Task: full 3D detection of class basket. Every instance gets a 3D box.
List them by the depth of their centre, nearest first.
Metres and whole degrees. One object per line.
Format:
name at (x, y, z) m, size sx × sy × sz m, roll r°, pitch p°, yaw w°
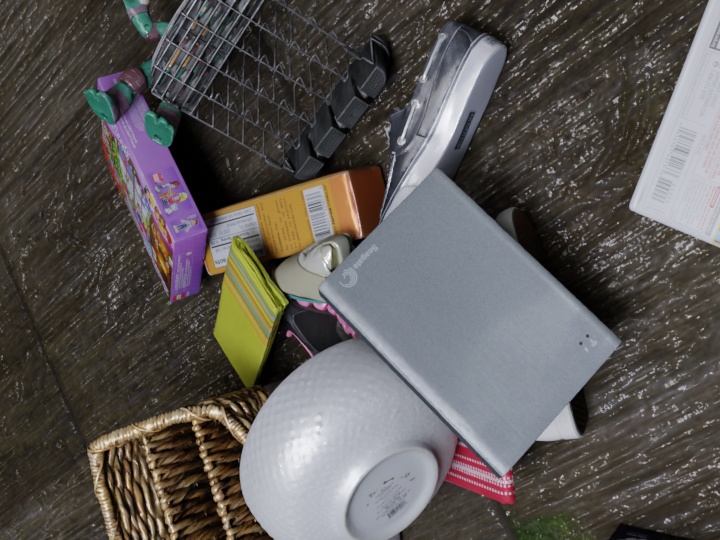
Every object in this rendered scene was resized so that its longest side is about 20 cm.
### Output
basket at (-0.133, 0.222, 0.819) m, size 0.141 × 0.148 × 0.204 m, roll -19°, pitch 84°, yaw 35°

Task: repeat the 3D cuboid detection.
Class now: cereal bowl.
cereal bowl at (0.005, 0.159, 0.739) m, size 0.083 × 0.197 × 0.204 m, roll 40°, pitch 118°, yaw 47°

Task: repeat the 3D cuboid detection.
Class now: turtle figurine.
turtle figurine at (-0.177, -0.223, 0.886) m, size 0.147 × 0.101 × 0.203 m, roll 12°, pitch 63°, yaw 28°

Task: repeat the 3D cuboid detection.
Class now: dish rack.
dish rack at (-0.083, -0.177, 0.806) m, size 0.154 × 0.198 × 0.055 m, roll -49°, pitch 32°, yaw 26°

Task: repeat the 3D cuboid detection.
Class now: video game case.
video game case at (0.319, -0.106, 0.661) m, size 0.180 × 0.023 × 0.204 m, roll 27°, pitch 110°, yaw 26°

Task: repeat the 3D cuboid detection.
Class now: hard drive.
hard drive at (0.082, 0.036, 0.696) m, size 0.139 × 0.033 × 0.200 m, roll -44°, pitch 78°, yaw -11°

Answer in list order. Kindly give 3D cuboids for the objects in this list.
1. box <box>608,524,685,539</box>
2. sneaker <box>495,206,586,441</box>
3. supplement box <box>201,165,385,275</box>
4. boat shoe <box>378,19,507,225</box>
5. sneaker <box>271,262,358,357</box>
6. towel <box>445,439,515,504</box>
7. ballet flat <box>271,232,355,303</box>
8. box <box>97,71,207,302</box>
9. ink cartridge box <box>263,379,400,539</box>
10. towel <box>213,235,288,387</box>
box at (0.247, 0.332, 0.716) m, size 0.130 × 0.114 × 0.205 m, roll 5°, pitch 100°, yaw 31°
sneaker at (0.130, 0.051, 0.772) m, size 0.083 × 0.072 × 0.204 m, roll -13°, pitch 92°, yaw 30°
supplement box at (-0.069, -0.048, 0.887) m, size 0.197 × 0.066 × 0.070 m, roll -10°, pitch 95°, yaw 33°
boat shoe at (0.055, -0.121, 0.794) m, size 0.067 × 0.071 × 0.203 m, roll 32°, pitch 110°, yaw 21°
sneaker at (-0.014, 0.062, 0.857) m, size 0.199 × 0.078 × 0.097 m, roll 32°, pitch 125°, yaw 44°
towel at (0.085, 0.092, 0.799) m, size 0.144 × 0.022 × 0.205 m, roll 2°, pitch 100°, yaw 63°
ballet flat at (0.000, 0.000, 0.789) m, size 0.197 × 0.069 × 0.071 m, roll 14°, pitch 104°, yaw 31°
box at (-0.220, -0.085, 0.937) m, size 0.202 × 0.038 × 0.137 m, roll 61°, pitch 156°, yaw 19°
ink cartridge box at (-0.041, 0.220, 0.897) m, size 0.142 × 0.084 × 0.205 m, roll -1°, pitch 96°, yaw 33°
towel at (-0.114, 0.049, 0.901) m, size 0.087 × 0.018 × 0.201 m, roll 56°, pitch 152°, yaw 18°
